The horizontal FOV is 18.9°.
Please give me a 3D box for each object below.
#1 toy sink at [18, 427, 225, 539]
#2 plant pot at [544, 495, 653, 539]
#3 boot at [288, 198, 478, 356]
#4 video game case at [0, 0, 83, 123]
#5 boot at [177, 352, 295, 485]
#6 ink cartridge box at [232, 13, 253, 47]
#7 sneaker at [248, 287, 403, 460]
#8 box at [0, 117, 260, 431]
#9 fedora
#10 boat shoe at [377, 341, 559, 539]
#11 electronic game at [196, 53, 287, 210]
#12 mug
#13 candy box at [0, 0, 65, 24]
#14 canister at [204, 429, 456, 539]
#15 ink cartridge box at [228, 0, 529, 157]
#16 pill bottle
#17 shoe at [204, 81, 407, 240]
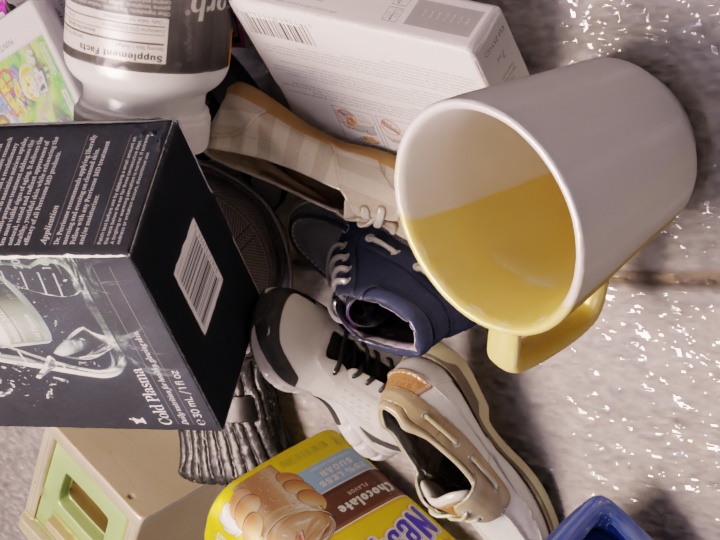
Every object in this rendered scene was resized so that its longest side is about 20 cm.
[{"bbox_3d":[-0.215,0.214,1.900,0.130,0.112,0.200,44,139,22],"label":"toy sink"},{"bbox_3d":[0.139,0.302,1.471,0.200,0.200,0.180,45,147,1],"label":"plant pot"},{"bbox_3d":[0.000,0.000,1.544,0.200,0.090,0.073,20,126,41],"label":"boot"},{"bbox_3d":[-0.258,-0.100,1.732,0.182,0.022,0.200,-21,96,50],"label":"video game case"},{"bbox_3d":[-0.148,0.090,1.775,0.211,0.079,0.158,10,119,45],"label":"boot"},{"bbox_3d":[-0.148,-0.220,1.625,0.200,0.037,0.095,11,120,47],"label":"ink cartridge box"},{"bbox_3d":[-0.003,0.070,1.564,0.080,0.074,0.200,-5,148,40],"label":"sneaker"},{"bbox_3d":[-0.197,0.006,1.472,0.196,0.124,0.200,1,142,20],"label":"box"},{"bbox_3d":[-0.148,0.008,1.620,0.200,0.090,0.177,-16,110,32],"label":"fedora"},{"bbox_3d":[0.072,0.146,1.541,0.075,0.068,0.200,-6,124,50],"label":"boat shoe"},{"bbox_3d":[-0.131,-0.120,1.640,0.200,0.042,0.200,32,148,23],"label":"electronic game"},{"bbox_3d":[0.118,-0.049,1.331,0.149,0.153,0.187,52,142,11],"label":"mug"},{"bbox_3d":[-0.253,-0.119,1.782,0.136,0.061,0.200,-30,89,52],"label":"candy box"},{"bbox_3d":[-0.003,0.224,1.640,0.200,0.148,0.087,40,138,28],"label":"canister"},{"bbox_3d":[0.028,-0.121,1.457,0.200,0.045,0.176,17,152,33],"label":"ink cartridge box"},{"bbox_3d":[-0.142,-0.183,1.467,0.116,0.116,0.200,21,113,40],"label":"pill bottle"},{"bbox_3d":[-0.019,-0.061,1.510,0.200,0.053,0.070,29,156,12],"label":"shoe"}]
